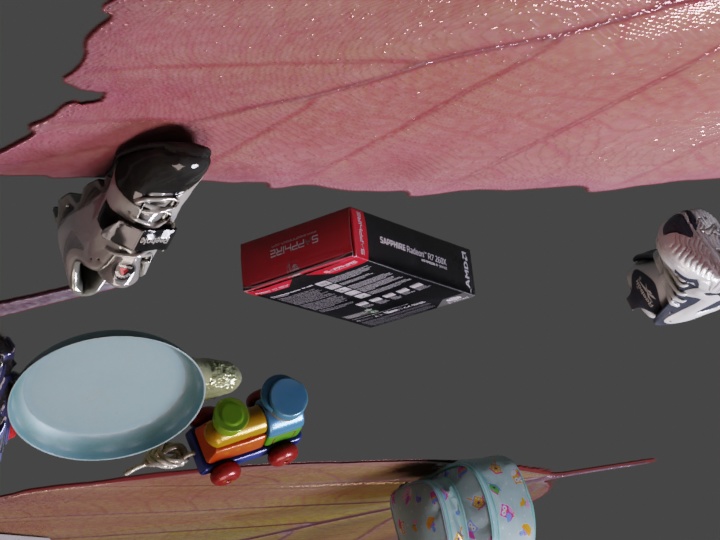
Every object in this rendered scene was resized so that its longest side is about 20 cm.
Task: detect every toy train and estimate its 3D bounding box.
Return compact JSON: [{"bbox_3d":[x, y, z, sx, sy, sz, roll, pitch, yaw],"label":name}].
[{"bbox_3d":[-0.153,0.176,2.153,0.198,0.085,0.116,-16,160,-21],"label":"toy train"}]

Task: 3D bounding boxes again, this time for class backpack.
[{"bbox_3d":[0.143,0.348,2.748,0.152,0.178,0.199,3,157,-40],"label":"backpack"}]

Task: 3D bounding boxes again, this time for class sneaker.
[{"bbox_3d":[-0.172,-0.036,1.544,0.073,0.089,0.200,6,157,-32],"label":"sneaker"},{"bbox_3d":[0.293,0.006,1.862,0.129,0.080,0.198,-27,165,28],"label":"sneaker"}]

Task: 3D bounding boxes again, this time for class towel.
[{"bbox_3d":[-0.240,0.124,2.113,0.199,0.037,0.148,-18,159,34],"label":"towel"}]

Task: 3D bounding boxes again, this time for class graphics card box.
[{"bbox_3d":[0.000,0.000,1.784,0.125,0.051,0.199,-19,158,32],"label":"graphics card box"}]

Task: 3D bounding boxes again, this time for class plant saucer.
[{"bbox_3d":[-0.255,0.121,1.999,0.198,0.028,0.201,-8,141,-7],"label":"plant saucer"}]

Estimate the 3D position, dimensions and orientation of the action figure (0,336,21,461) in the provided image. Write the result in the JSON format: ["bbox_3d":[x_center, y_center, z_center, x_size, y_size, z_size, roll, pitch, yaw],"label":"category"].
[{"bbox_3d":[-0.408,0.120,2.003,0.192,0.105,0.201,-3,134,-33],"label":"action figure"}]

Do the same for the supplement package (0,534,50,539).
[{"bbox_3d":[-0.563,0.466,2.960,0.199,0.111,0.113,-19,160,33],"label":"supplement package"}]
